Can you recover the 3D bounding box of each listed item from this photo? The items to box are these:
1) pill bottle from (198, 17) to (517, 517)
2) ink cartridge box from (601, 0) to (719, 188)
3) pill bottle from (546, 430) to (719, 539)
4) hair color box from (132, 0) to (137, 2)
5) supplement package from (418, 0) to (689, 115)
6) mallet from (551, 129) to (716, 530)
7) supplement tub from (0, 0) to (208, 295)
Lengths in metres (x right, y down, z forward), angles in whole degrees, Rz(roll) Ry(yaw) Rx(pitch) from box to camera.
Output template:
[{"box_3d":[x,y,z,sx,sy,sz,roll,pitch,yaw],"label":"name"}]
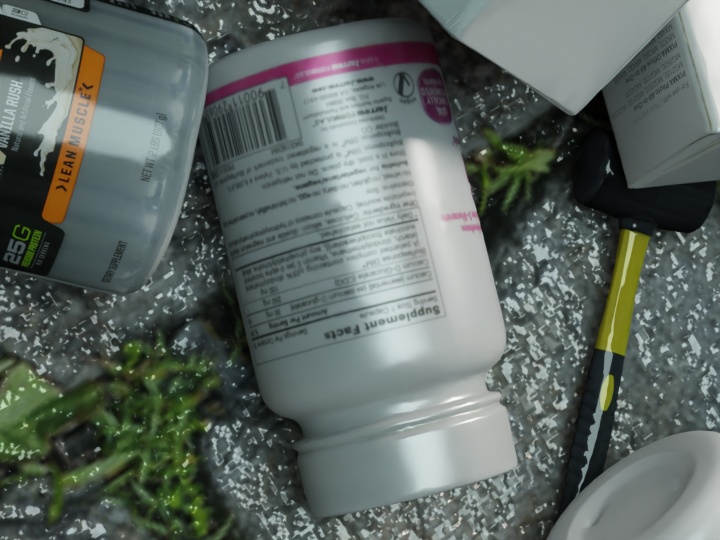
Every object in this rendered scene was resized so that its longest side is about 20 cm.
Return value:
[{"box_3d":[0.000,0.000,0.819,0.113,0.113,0.201,-13,87,-19],"label":"pill bottle"},{"box_3d":[0.180,-0.147,0.890,0.145,0.083,0.201,-7,76,-26],"label":"ink cartridge box"},{"box_3d":[0.178,0.180,0.846,0.111,0.111,0.200,-42,103,-18],"label":"pill bottle"},{"box_3d":[-0.144,-0.218,0.811,0.200,0.099,0.061,43,72,-8],"label":"hair color box"},{"box_3d":[0.070,-0.212,0.780,0.191,0.147,0.200,-46,67,13],"label":"supplement package"},{"box_3d":[0.113,0.029,0.894,0.066,0.041,0.201,22,80,-15],"label":"mallet"},{"box_3d":[-0.172,-0.069,0.770,0.199,0.122,0.123,13,79,-15],"label":"supplement tub"}]
